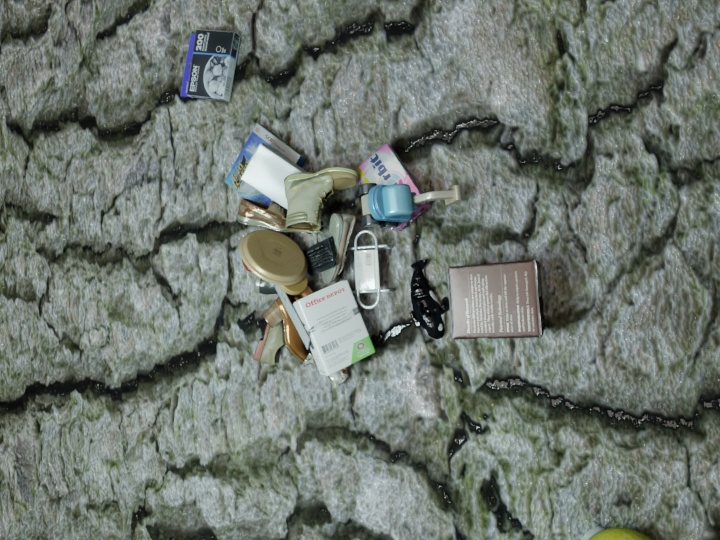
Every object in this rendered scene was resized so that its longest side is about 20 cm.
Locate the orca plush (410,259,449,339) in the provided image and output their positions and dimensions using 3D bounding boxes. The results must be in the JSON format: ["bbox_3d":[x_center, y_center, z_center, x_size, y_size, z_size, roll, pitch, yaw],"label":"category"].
[{"bbox_3d":[0.166,0.073,1.356,0.103,0.071,0.205,-3,88,21],"label":"orca plush"}]

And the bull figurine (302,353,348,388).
[{"bbox_3d":[-0.089,0.211,1.448,0.119,0.065,0.205,5,81,-21],"label":"bull figurine"}]

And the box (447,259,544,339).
[{"bbox_3d":[0.317,0.067,1.245,0.196,0.165,0.168,-5,88,22],"label":"box"}]

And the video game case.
[{"bbox_3d":[-0.277,-0.289,1.556,0.180,0.045,0.202,37,102,19],"label":"video game case"}]

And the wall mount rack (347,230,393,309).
[{"bbox_3d":[0.000,0.000,1.428,0.170,0.074,0.205,-3,87,19],"label":"wall mount rack"}]

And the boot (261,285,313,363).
[{"bbox_3d":[-0.159,0.145,1.491,0.155,0.077,0.201,-38,99,-12],"label":"boot"}]

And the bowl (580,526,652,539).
[{"bbox_3d":[0.539,0.627,1.166,0.203,0.198,0.108,-60,28,10],"label":"bowl"}]

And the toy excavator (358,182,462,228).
[{"bbox_3d":[0.119,-0.165,1.286,0.198,0.192,0.102,-9,85,47],"label":"toy excavator"}]

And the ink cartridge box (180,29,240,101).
[{"bbox_3d":[-0.469,-0.626,1.641,0.196,0.043,0.203,12,94,23],"label":"ink cartridge box"}]

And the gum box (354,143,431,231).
[{"bbox_3d":[0.086,-0.209,1.396,0.113,0.066,0.202,-36,77,16],"label":"gum box"}]

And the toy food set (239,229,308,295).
[{"bbox_3d":[-0.227,-0.032,1.425,0.049,0.197,0.200,-55,29,36],"label":"toy food set"}]

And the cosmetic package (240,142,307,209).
[{"bbox_3d":[-0.212,-0.245,1.468,0.198,0.081,0.114,35,101,-8],"label":"cosmetic package"}]

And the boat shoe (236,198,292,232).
[{"bbox_3d":[-0.238,-0.153,1.476,0.196,0.076,0.073,9,105,-14],"label":"boat shoe"}]

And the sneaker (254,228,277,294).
[{"bbox_3d":[-0.229,-0.028,1.528,0.104,0.075,0.205,8,83,1],"label":"sneaker"}]

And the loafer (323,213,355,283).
[{"bbox_3d":[-0.053,-0.055,1.398,0.072,0.062,0.203,53,141,46],"label":"loafer"}]

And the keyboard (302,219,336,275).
[{"bbox_3d":[-0.116,-0.060,1.433,0.199,0.020,0.130,-17,81,63],"label":"keyboard"}]

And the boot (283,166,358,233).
[{"bbox_3d":[-0.098,-0.177,1.370,0.195,0.072,0.158,-7,63,5],"label":"boot"}]

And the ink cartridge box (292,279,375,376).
[{"bbox_3d":[-0.069,0.145,1.384,0.143,0.084,0.203,-22,91,-20],"label":"ink cartridge box"}]

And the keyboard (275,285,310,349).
[{"bbox_3d":[-0.178,0.109,1.398,0.011,0.057,0.202,-23,63,-19],"label":"keyboard"}]

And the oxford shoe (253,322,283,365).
[{"bbox_3d":[-0.236,0.171,1.531,0.074,0.070,0.203,22,96,-7],"label":"oxford shoe"}]
